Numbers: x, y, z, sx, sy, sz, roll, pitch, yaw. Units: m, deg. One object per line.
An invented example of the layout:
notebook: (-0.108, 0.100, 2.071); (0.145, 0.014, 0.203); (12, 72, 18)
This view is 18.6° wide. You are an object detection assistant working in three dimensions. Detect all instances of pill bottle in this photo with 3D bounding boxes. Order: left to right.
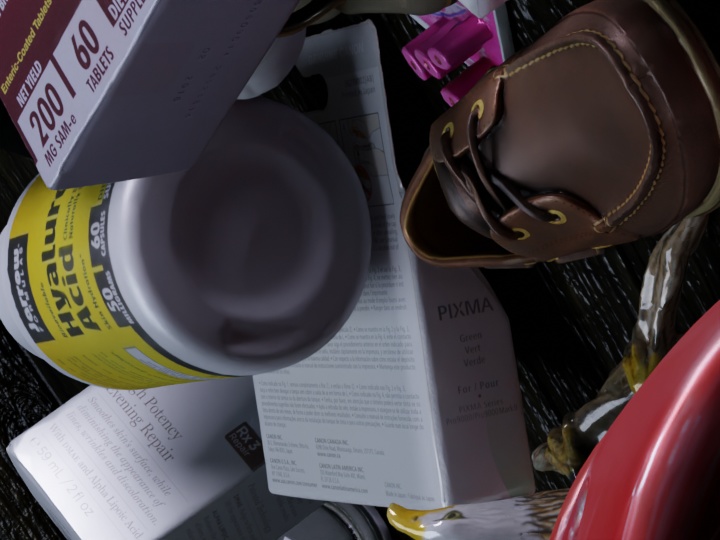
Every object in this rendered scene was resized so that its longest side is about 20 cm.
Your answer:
pill bottle: (-0.087, -0.005, 0.931); (0.111, 0.111, 0.200); (56, 154, -11)

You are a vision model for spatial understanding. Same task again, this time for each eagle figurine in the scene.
eagle figurine: (0.077, 0.105, 0.676); (0.200, 0.151, 0.152); (-81, -27, -49)

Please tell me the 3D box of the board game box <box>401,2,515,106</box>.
board game box: (-0.029, -0.169, 0.743); (0.200, 0.026, 0.200); (44, 164, 34)

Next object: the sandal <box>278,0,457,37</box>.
sandal: (-0.028, -0.106, 0.723); (0.080, 0.054, 0.200); (58, 166, -19)

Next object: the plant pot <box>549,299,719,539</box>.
plant pot: (0.130, 0.086, 0.469); (0.201, 0.200, 0.183); (53, 170, 2)

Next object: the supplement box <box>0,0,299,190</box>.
supplement box: (-0.100, -0.139, 0.707); (0.200, 0.061, 0.109); (60, 137, 23)

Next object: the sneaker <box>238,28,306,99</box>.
sneaker: (-0.066, -0.125, 0.908); (0.200, 0.077, 0.082); (56, 180, 43)

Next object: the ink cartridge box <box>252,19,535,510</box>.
ink cartridge box: (0.000, 0.000, 0.938); (0.161, 0.050, 0.201); (-4, 94, 61)

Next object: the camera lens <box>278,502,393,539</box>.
camera lens: (-0.052, 0.237, 1.552); (0.160, 0.160, 0.200); (50, 166, 17)

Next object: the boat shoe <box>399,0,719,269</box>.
boat shoe: (0.060, -0.033, 0.677); (0.072, 0.067, 0.200); (61, 167, 3)

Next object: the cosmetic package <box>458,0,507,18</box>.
cosmetic package: (-0.007, -0.171, 0.548); (0.200, 0.081, 0.113); (45, 165, 28)

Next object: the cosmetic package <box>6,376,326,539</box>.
cosmetic package: (-0.061, 0.075, 1.087); (0.102, 0.200, 0.074); (44, 164, 32)

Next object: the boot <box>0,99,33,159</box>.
boot: (-0.126, -0.055, 1.149); (0.158, 0.079, 0.211); (56, -160, 11)
